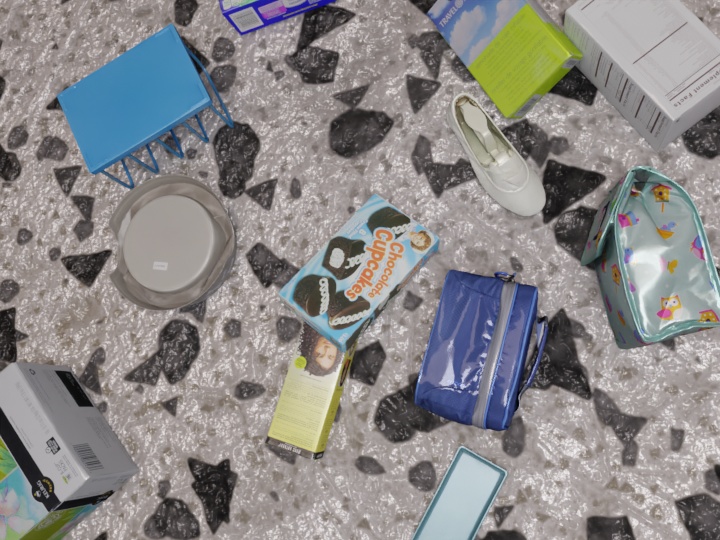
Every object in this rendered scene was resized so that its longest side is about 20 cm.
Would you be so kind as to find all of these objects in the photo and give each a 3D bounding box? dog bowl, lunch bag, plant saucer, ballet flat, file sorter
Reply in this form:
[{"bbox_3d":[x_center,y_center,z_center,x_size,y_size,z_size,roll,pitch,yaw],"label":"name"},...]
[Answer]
[{"bbox_3d":[-0.273,-0.036,1.056,0.200,0.059,0.200,-3,79,13],"label":"dog bowl"},{"bbox_3d":[0.158,0.094,0.894,0.132,0.136,0.200,14,82,14],"label":"lunch bag"},{"bbox_3d":[0.335,-0.014,0.855,0.122,0.170,0.200,-16,80,7],"label":"lunch bag"},{"bbox_3d":[0.113,0.329,0.921,0.070,0.019,0.200,27,86,16],"label":"plant saucer"},{"bbox_3d":[0.178,-0.160,0.975,0.069,0.069,0.200,-33,75,5],"label":"ballet flat"},{"bbox_3d":[-0.310,-0.234,1.069,0.200,0.123,0.139,-30,75,6],"label":"file sorter"}]

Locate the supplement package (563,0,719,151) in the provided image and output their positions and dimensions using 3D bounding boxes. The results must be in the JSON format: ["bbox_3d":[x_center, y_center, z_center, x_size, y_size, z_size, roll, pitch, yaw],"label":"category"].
[{"bbox_3d":[0.369,-0.275,0.930,0.114,0.110,0.200,-37,74,4],"label":"supplement package"}]

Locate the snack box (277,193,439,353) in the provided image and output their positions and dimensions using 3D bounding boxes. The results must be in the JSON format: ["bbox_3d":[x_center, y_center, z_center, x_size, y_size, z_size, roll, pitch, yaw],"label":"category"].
[{"bbox_3d":[0.000,0.000,0.967,0.116,0.037,0.200,36,71,19],"label":"snack box"}]

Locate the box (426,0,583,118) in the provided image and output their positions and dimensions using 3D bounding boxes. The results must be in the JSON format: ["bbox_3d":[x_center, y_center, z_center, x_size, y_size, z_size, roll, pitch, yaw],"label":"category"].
[{"bbox_3d":[0.192,-0.322,0.986,0.122,0.048,0.200,-44,71,35],"label":"box"}]

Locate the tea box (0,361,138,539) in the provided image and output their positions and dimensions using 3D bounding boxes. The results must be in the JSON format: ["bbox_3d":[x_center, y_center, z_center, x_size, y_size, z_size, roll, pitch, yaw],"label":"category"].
[{"bbox_3d":[-0.463,0.266,1.002,0.197,0.134,0.200,-42,74,3],"label":"tea box"}]

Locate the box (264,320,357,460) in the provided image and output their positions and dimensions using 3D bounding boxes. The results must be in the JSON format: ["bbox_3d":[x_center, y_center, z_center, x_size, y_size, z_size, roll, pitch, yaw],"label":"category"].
[{"bbox_3d":[-0.061,0.149,0.977,0.075,0.050,0.200,14,83,14],"label":"box"}]

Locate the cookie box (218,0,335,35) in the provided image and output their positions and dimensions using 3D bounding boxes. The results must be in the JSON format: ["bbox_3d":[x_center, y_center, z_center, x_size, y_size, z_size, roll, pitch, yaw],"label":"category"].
[{"bbox_3d":[-0.142,-0.490,1.104,0.171,0.075,0.200,-17,75,10],"label":"cookie box"}]
